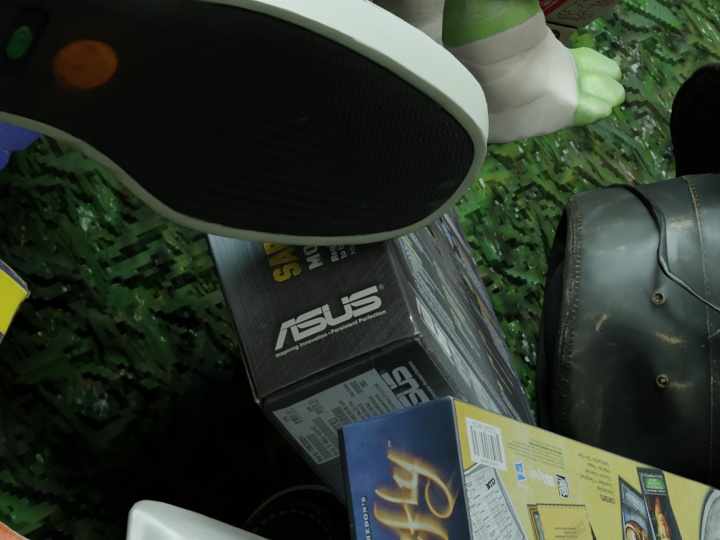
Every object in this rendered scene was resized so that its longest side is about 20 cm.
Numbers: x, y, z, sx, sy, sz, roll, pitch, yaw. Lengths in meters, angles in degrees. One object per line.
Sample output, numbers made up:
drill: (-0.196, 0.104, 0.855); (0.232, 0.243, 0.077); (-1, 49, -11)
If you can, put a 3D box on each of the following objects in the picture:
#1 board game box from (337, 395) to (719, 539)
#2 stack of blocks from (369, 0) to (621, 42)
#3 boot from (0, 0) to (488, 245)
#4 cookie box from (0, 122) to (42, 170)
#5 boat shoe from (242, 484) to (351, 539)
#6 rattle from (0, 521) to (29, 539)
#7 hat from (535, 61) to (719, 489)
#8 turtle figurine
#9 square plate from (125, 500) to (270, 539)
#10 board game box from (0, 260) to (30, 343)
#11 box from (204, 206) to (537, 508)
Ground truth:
board game box: (0.065, 0.117, 0.760); (0.200, 0.034, 0.136); (23, 55, -58)
stack of blocks: (0.020, -0.186, 1.124); (0.115, 0.058, 0.201); (4, 61, -48)
boot: (-0.061, -0.090, 0.716); (0.199, 0.073, 0.145); (20, 36, -28)
cookie box: (-0.153, -0.144, 0.832); (0.171, 0.075, 0.201); (36, 27, -33)
boat shoe: (-0.028, 0.141, 0.815); (0.062, 0.074, 0.201); (50, 38, -41)
rattle: (-0.160, 0.022, 0.696); (0.200, 0.142, 0.131); (39, 69, -46)
hat: (0.102, 0.030, 1.028); (0.080, 0.201, 0.202); (-6, 62, -7)
turtle figurine: (0.048, -0.151, 0.816); (0.200, 0.143, 0.195); (-43, 134, -41)
square plate: (0.002, 0.175, 0.764); (0.198, 0.028, 0.202); (24, 62, -53)
board game box: (-0.197, 0.003, 0.739); (0.200, 0.057, 0.166); (44, 36, -18)
box: (0.000, 0.000, 0.845); (0.200, 0.048, 0.159); (55, 14, -61)
